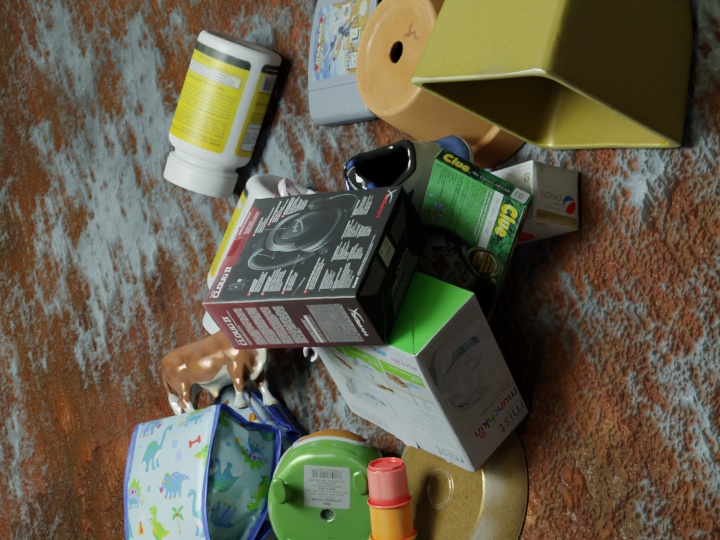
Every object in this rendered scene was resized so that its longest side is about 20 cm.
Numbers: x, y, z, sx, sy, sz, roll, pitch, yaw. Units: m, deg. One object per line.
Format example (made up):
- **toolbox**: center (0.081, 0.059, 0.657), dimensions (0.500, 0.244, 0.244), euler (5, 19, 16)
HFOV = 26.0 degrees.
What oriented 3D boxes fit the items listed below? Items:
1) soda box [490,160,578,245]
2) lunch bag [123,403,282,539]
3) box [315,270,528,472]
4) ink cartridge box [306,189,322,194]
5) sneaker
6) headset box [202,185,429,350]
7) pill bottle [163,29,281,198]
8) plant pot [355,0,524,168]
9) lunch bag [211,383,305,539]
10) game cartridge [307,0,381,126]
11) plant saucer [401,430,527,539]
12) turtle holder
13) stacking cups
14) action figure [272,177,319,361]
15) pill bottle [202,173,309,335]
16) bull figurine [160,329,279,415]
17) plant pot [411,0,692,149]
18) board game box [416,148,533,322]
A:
- **soda box**: center (0.135, -0.059, 1.628), dimensions (0.200, 0.068, 0.064), euler (-15, 69, 50)
- **lunch bag**: center (-0.190, 0.273, 1.804), dimensions (0.170, 0.127, 0.201), euler (-20, 52, 44)
- **box**: center (0.048, 0.090, 1.589), dimensions (0.097, 0.177, 0.200), euler (-45, 39, -21)
- **ink cartridge box**: center (0.000, 0.000, 1.786), dimensions (0.200, 0.076, 0.137), euler (26, 102, 54)
- **sneaker**: center (0.019, -0.071, 1.629), dimensions (0.200, 0.115, 0.081), euler (-54, 46, 31)
- **headset box**: center (-0.052, -0.001, 1.549), dimensions (0.199, 0.077, 0.149), euler (-5, 45, 31)
- **pill bottle**: center (-0.185, -0.204, 2.048), dimensions (0.114, 0.114, 0.201), euler (33, 107, 51)
- **plant pot**: center (0.088, -0.219, 1.670), dimensions (0.200, 0.140, 0.201), euler (-17, 68, 51)
- **lunch bag**: center (-0.127, 0.237, 1.901), dimensions (0.200, 0.075, 0.161), euler (44, 112, 47)
- **game cartridge**: center (-0.012, -0.279, 1.904), dimensions (0.133, 0.041, 0.201), euler (-2, 80, 48)
- **plant saucer**: center (0.094, 0.231, 1.640), dimensions (0.200, 0.035, 0.201), euler (-16, 70, 50)
- **turtle holder**: center (-0.020, 0.261, 1.718), dimensions (0.141, 0.186, 0.132), euler (-26, 15, 16)
- **stacking cups**: center (0.033, 0.298, 1.626), dimensions (0.060, 0.060, 0.201), euler (8, 110, 53)
- **action figure**: center (-0.065, -0.001, 1.720), dimensions (0.149, 0.134, 0.200), euler (-50, 21, -5)
- **pill bottle**: center (-0.122, -0.009, 1.920), dimensions (0.112, 0.112, 0.201), euler (46, 118, 47)
- **bull figurine**: center (-0.159, 0.115, 1.874), dimensions (0.200, 0.065, 0.122), euler (-24, 69, 35)
- **plant pot**: center (0.201, -0.242, 1.495), dimensions (0.195, 0.194, 0.201), euler (6, 78, 53)
- **board game box**: center (0.105, -0.027, 1.586), dimensions (0.105, 0.023, 0.200), euler (31, 141, 14)
